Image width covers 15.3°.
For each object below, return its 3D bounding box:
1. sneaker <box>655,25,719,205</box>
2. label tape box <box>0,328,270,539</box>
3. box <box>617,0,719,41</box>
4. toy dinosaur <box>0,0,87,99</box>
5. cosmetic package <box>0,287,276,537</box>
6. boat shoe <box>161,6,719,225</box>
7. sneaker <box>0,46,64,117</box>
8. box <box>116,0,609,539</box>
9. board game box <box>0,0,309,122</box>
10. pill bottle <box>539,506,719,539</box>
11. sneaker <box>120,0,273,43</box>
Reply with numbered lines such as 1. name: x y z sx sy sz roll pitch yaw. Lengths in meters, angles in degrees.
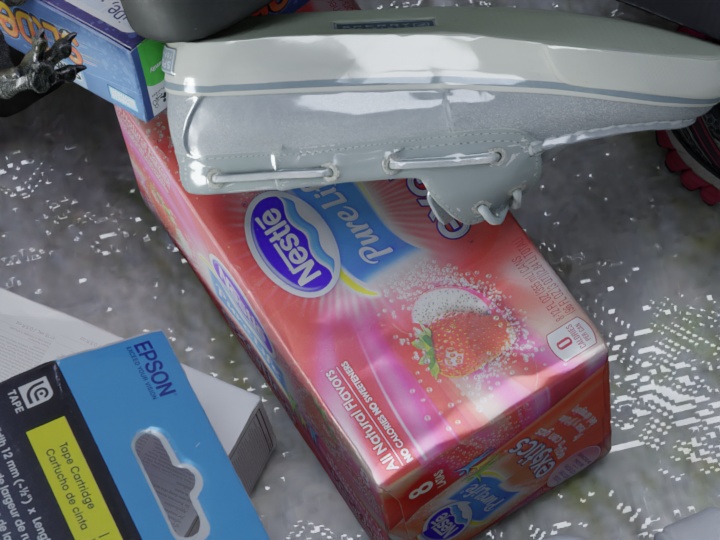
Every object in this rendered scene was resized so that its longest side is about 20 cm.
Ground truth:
1. sneaker: 0.194 -0.029 1.028 0.200 0.075 0.081 33 73 20
2. label tape box: -0.133 0.121 0.933 0.199 0.066 0.144 -22 53 -13
3. box: 0.173 -0.115 1.015 0.198 0.200 0.050 23 108 18
4. toy dinosaur: -0.154 -0.070 0.954 0.088 0.047 0.201 31 88 41
5. cosmetic package: -0.140 0.056 1.044 0.199 0.051 0.083 23 67 17
6. boat shoe: 0.030 -0.053 0.946 0.199 0.070 0.072 0 106 3
7. sneaker: -0.150 -0.097 1.097 0.199 0.091 0.076 3 32 17
8. box: 0.000 0.000 1.019 0.102 0.095 0.200 -30 64 -9
9. board game box: -0.103 -0.142 1.038 0.135 0.035 0.200 -38 49 -26
10. pill bottle: 0.052 0.161 0.934 0.199 0.112 0.112 -25 64 -5
11. sneaker: -0.019 -0.175 0.943 0.067 0.108 0.201 19 48 44
